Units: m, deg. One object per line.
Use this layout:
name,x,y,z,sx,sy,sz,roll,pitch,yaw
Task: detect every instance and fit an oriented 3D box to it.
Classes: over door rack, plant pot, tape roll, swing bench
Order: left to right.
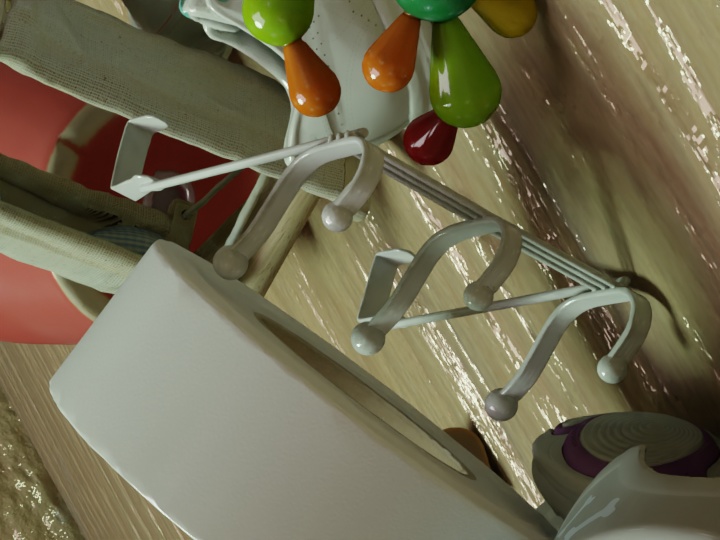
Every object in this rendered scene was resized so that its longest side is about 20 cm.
swing bench,-0.129,-0.042,1.303,0.200,0.199,0.130,-52,26,33
plant pot,-0.143,-0.045,1.518,0.177,0.200,0.201,14,131,58
tape roll,-0.017,0.075,1.059,0.202,0.071,0.202,37,-178,-1
over door rack,0.000,0.000,1.101,0.148,0.067,0.200,29,169,-29

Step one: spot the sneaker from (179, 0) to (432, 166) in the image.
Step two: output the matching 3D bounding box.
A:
sneaker,-0.042,-0.138,1.142,0.200,0.088,0.075,63,168,0

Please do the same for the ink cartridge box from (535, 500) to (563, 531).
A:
ink cartridge box,0.096,0.185,1.081,0.200,0.160,0.047,46,174,45

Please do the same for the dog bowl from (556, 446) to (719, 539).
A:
dog bowl,0.131,0.153,0.920,0.200,0.059,0.200,18,121,31

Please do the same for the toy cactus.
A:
toy cactus,0.007,-0.144,1.000,0.165,0.102,0.200,-32,83,57

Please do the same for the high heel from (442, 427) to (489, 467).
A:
high heel,0.044,0.183,1.378,0.096,0.067,0.200,113,149,-63

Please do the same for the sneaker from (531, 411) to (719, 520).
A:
sneaker,0.117,0.118,1.030,0.200,0.075,0.100,-138,47,-57

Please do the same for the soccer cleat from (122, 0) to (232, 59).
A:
soccer cleat,-0.077,-0.130,1.340,0.200,0.077,0.069,65,-146,-73
